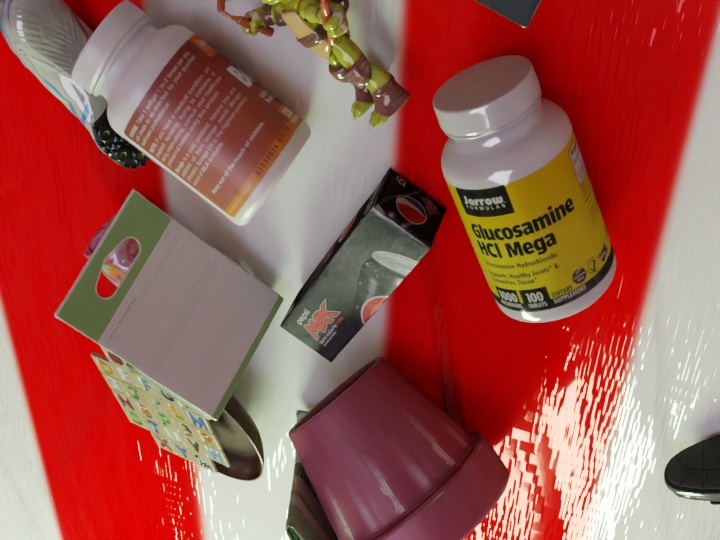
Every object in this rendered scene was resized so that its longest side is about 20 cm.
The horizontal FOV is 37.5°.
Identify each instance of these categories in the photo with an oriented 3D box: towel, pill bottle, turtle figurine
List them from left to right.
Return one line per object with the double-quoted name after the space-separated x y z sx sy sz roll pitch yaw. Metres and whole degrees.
-0.151 -0.142 0.940 0.199 0.113 0.112 37 132 -9 "pill bottle"
-0.036 -0.194 0.867 0.161 0.065 0.199 44 166 -28 "turtle figurine"
-0.037 0.262 1.161 0.023 0.201 0.154 -23 117 15 "towel"
0.133 -0.067 0.874 0.111 0.113 0.202 -9 123 29 "pill bottle"

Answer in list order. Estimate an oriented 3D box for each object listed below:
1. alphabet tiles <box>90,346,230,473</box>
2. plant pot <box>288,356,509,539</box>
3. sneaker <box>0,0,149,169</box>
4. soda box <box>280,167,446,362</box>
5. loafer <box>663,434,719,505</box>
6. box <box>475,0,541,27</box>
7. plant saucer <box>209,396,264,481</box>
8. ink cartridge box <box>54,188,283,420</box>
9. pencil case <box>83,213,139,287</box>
-0.233 0.163 1.238 0.164 0.006 0.202 18 143 30 "alphabet tiles"
0.026 0.200 1.098 0.180 0.200 0.199 51 131 0 "plant pot"
-0.262 -0.182 0.998 0.201 0.072 0.072 54 167 -31 "sneaker"
0.000 0.000 1.022 0.070 0.064 0.200 34 133 -5 "soda box"
0.389 0.191 1.002 0.198 0.073 0.063 -22 122 34 "loafer"
0.057 -0.271 0.724 0.198 0.142 0.079 29 134 -1 "box"
-0.187 0.168 1.233 0.198 0.032 0.202 25 147 18 "plant saucer"
-0.189 0.036 1.053 0.199 0.147 0.048 37 164 -25 "ink cartridge box"
-0.200 0.025 1.121 0.087 0.088 0.201 -23 116 36 "pencil case"
